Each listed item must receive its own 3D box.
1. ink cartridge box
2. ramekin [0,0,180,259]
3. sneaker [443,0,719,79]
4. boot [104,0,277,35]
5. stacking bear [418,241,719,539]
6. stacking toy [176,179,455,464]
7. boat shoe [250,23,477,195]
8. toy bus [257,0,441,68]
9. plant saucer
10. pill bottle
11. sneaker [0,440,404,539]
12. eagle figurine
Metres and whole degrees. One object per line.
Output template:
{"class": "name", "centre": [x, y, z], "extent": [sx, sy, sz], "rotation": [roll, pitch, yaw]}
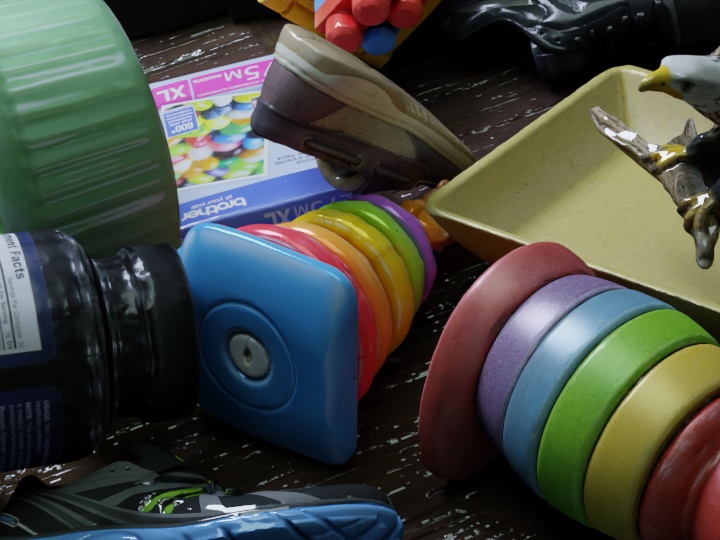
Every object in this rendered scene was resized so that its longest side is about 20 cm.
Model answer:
{"class": "ink cartridge box", "centre": [-0.063, -0.061, 1.035], "extent": [0.119, 0.042, 0.200], "rotation": [-14, 40, -4]}
{"class": "ramekin", "centre": [-0.176, -0.063, 0.943], "extent": [0.098, 0.200, 0.200], "rotation": [-19, 39, -21]}
{"class": "sneaker", "centre": [0.150, -0.151, 1.085], "extent": [0.200, 0.076, 0.088], "rotation": [9, 60, 27]}
{"class": "boot", "centre": [-0.135, -0.255, 1.268], "extent": [0.186, 0.064, 0.200], "rotation": [2, 42, -5]}
{"class": "stacking bear", "centre": [0.135, 0.079, 0.766], "extent": [0.121, 0.114, 0.200], "rotation": [-34, 49, -26]}
{"class": "stacking toy", "centre": [0.000, 0.000, 0.909], "extent": [0.110, 0.116, 0.200], "rotation": [20, 36, 29]}
{"class": "boat shoe", "centre": [0.001, -0.074, 0.944], "extent": [0.072, 0.200, 0.065], "rotation": [42, 98, 27]}
{"class": "toy bus", "centre": [0.021, -0.226, 1.088], "extent": [0.200, 0.136, 0.192], "rotation": [-45, 31, 32]}
{"class": "plant saucer", "centre": [0.170, -0.031, 0.919], "extent": [0.200, 0.049, 0.200], "rotation": [20, 40, 34]}
{"class": "pill bottle", "centre": [-0.181, 0.040, 0.800], "extent": [0.200, 0.112, 0.112], "rotation": [-7, 36, -18]}
{"class": "sneaker", "centre": [-0.080, 0.113, 0.797], "extent": [0.199, 0.071, 0.083], "rotation": [-5, 45, 12]}
{"class": "eagle figurine", "centre": [0.190, -0.102, 0.787], "extent": [0.152, 0.200, 0.151], "rotation": [31, 34, 13]}
